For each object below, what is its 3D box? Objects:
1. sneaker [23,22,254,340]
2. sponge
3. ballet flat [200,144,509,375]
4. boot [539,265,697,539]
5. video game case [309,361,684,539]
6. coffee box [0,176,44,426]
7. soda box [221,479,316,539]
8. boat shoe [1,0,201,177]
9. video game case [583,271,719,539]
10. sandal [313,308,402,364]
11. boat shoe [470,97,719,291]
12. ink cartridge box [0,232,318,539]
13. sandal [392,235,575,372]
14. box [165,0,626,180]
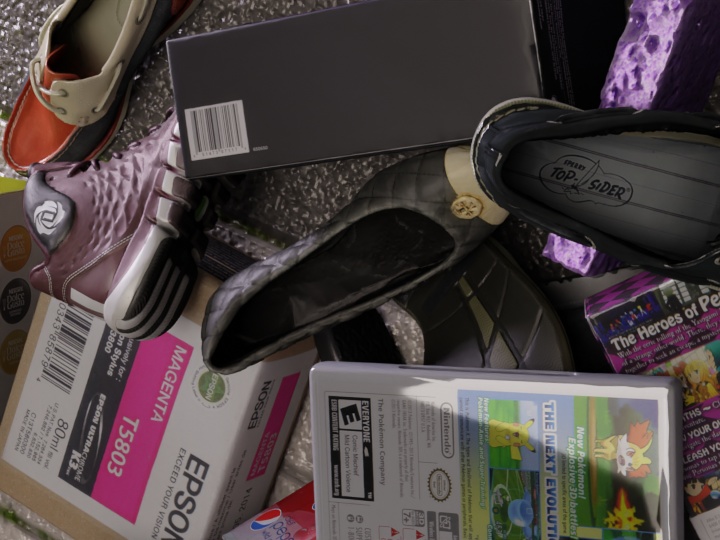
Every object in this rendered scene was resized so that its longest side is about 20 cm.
[{"bbox_3d":[-0.129,-0.066,0.830,0.115,0.076,0.200,16,69,21],"label":"sneaker"},{"bbox_3d":[0.147,-0.097,0.703,0.030,0.112,0.200,25,108,21],"label":"sponge"},{"bbox_3d":[0.000,0.000,0.745,0.200,0.057,0.066,-32,117,27],"label":"ballet flat"},{"bbox_3d":[0.185,0.089,0.738,0.165,0.066,0.200,-12,90,36],"label":"boot"},{"bbox_3d":[0.063,0.146,0.695,0.182,0.022,0.200,1,97,26],"label":"video game case"},{"bbox_3d":[-0.336,0.036,0.925,0.200,0.200,0.198,11,105,27],"label":"coffee box"},{"bbox_3d":[0.003,0.217,0.805,0.070,0.063,0.200,-30,109,-10],"label":"soda box"},{"bbox_3d":[-0.168,-0.130,0.891,0.071,0.063,0.200,49,117,11],"label":"boat shoe"},{"bbox_3d":[0.231,0.053,0.671,0.200,0.036,0.181,-26,101,13],"label":"video game case"},{"bbox_3d":[0.016,0.112,0.831,0.045,0.075,0.200,-30,76,33],"label":"sandal"},{"bbox_3d":[0.143,-0.030,0.611,0.199,0.066,0.075,19,100,3],"label":"boat shoe"},{"bbox_3d":[-0.126,0.077,0.895,0.165,0.075,0.200,27,108,23],"label":"ink cartridge box"},{"bbox_3d":[0.067,0.026,0.764,0.080,0.057,0.201,-45,39,18],"label":"sandal"},{"bbox_3d":[0.024,-0.100,0.751,0.200,0.141,0.079,-6,94,28],"label":"box"}]
